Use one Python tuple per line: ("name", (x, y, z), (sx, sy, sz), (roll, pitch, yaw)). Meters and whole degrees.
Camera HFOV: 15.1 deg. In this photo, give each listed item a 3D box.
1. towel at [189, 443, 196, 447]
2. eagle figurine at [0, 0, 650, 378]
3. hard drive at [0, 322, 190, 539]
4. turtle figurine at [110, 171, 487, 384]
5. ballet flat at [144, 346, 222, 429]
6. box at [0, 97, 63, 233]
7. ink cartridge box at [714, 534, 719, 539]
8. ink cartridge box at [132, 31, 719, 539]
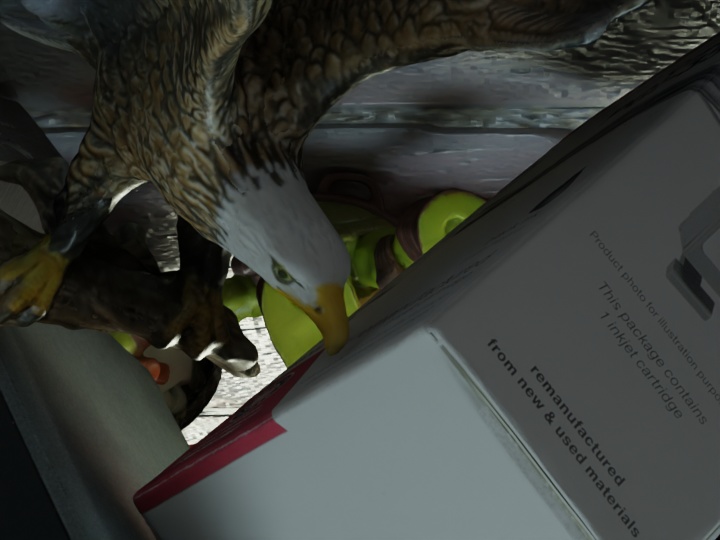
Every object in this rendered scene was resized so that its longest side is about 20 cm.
("towel", (-0.014, 0.054, 0.963), (0.144, 0.023, 0.200), (-14, 175, -42))
("eagle figurine", (-0.026, -0.051, 0.645), (0.152, 0.151, 0.200), (-42, 167, -51))
("hard drive", (-0.064, 0.075, 0.727), (0.033, 0.200, 0.140), (-35, 139, 5))
("turtle figurine", (0.000, 0.000, 0.874), (0.199, 0.065, 0.161), (-8, -178, -15))
("ballet flat", (-0.128, 0.028, 0.966), (0.200, 0.072, 0.072), (6, 164, -43))
("box", (-0.199, 0.006, 0.758), (0.199, 0.048, 0.159), (16, 114, -43))
("ink cartridge box", (0.142, 0.064, 0.682), (0.200, 0.084, 0.176), (-40, 177, 4))
("ink cartridge box", (0.060, 0.017, 0.688), (0.200, 0.083, 0.146), (-40, -176, -38))
